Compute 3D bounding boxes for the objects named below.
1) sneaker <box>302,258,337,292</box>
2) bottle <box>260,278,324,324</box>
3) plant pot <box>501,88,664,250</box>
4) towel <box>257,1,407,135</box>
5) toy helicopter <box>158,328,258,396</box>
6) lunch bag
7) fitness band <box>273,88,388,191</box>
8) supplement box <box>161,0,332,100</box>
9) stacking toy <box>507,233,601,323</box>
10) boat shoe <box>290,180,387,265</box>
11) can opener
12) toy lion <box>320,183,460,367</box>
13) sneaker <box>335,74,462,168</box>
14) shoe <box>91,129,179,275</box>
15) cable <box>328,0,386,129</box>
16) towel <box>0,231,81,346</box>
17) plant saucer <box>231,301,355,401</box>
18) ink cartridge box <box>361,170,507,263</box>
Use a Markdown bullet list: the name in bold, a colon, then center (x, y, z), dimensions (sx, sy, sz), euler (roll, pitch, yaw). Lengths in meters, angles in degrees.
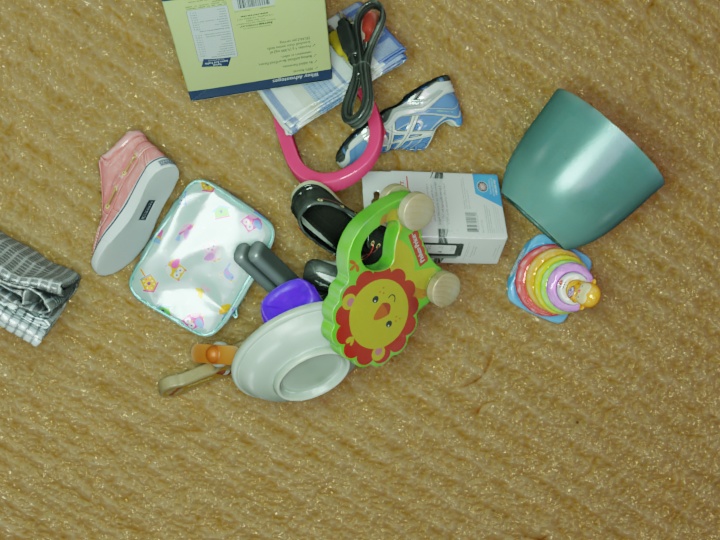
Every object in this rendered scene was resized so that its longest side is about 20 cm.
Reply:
- **sneaker**: center (0.000, 0.000, 1.376), dimensions (0.199, 0.073, 0.081), euler (11, 85, -43)
- **bottle**: center (-0.068, 0.088, 1.347), dimensions (0.083, 0.200, 0.065), euler (-32, 56, 0)
- **plant pot**: center (0.296, -0.127, 1.364), dimensions (0.200, 0.201, 0.161), euler (41, 97, -10)
- **towel**: center (-0.049, -0.281, 1.338), dimensions (0.199, 0.147, 0.024), euler (-34, 144, -4)
- **toy helicopter**: center (-0.201, 0.137, 1.368), dimensions (0.199, 0.132, 0.079), euler (-22, 70, 12)
- **lunch bag**: center (-0.219, -0.014, 1.363), dimensions (0.160, 0.077, 0.201), euler (32, 92, -12)
- **fitness band**: center (-0.043, -0.197, 1.329), dimensions (0.143, 0.037, 0.201), euler (-23, 60, 7)
- **supplement box**: center (-0.146, -0.346, 1.245), dimensions (0.199, 0.200, 0.135), euler (-9, 60, -3)
- **stacking toy**: center (0.291, 0.023, 1.374), dimensions (0.109, 0.200, 0.117), euler (25, 94, -10)
- **boat shoe**: center (-0.008, -0.039, 1.276), dimensions (0.201, 0.063, 0.074), euler (35, 111, -28)
- **can opener**: center (-0.101, 0.015, 1.361), dimensions (0.200, 0.052, 0.067), euler (41, 51, -45)
- **toy lion**: center (0.025, 0.018, 1.239), dimensions (0.191, 0.069, 0.201), euler (-35, 124, -20)
- **sneaker**: center (0.056, -0.197, 1.378), dimensions (0.199, 0.076, 0.077), euler (-31, 102, 2)
- **shoe**: center (-0.331, -0.094, 1.347), dimensions (0.091, 0.071, 0.201), euler (45, 114, 25)
- **cable**: center (0.007, -0.275, 1.276), dimensions (0.097, 0.050, 0.201), euler (-25, 59, 23)
- **towel**: center (-0.460, 0.007, 1.271), dimensions (0.165, 0.200, 0.086), euler (32, 91, -11)
- **plant saucer**: center (-0.070, 0.123, 1.288), dimensions (0.199, 0.200, 0.050), euler (-24, 56, -4)
- **ink cartridge box**: center (0.098, -0.075, 1.376), dimensions (0.199, 0.068, 0.117), euler (2, 56, -8)
